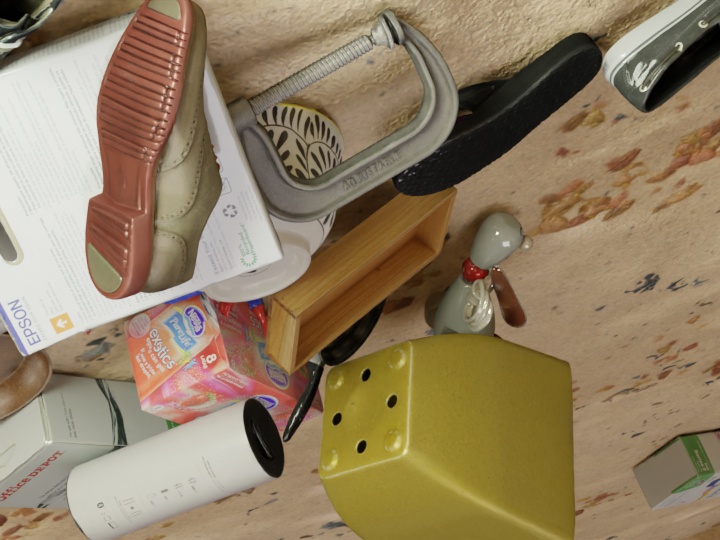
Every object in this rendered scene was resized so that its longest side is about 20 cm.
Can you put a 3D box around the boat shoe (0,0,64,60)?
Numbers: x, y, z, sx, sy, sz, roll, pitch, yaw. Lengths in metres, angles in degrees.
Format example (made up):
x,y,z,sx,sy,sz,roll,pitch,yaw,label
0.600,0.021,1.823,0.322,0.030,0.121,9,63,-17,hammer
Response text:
x,y,z,sx,sy,sz,roll,pitch,yaw,label
-0.208,-0.162,0.687,0.076,0.060,0.200,1,146,-38,boat shoe

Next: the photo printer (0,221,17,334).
x,y,z,sx,sy,sz,roll,pitch,yaw,label
-0.297,-0.017,0.885,0.166,0.069,0.200,-36,150,25,photo printer

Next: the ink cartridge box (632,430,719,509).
x,y,z,sx,sy,sz,roll,pitch,yaw,label
0.635,0.366,2.244,0.200,0.088,0.145,-4,148,-34,ink cartridge box

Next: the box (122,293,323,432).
x,y,z,sx,sy,sz,roll,pitch,yaw,label
-0.130,0.097,1.187,0.103,0.095,0.200,-25,153,15,box

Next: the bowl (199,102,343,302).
x,y,z,sx,sy,sz,roll,pitch,yaw,label
-0.094,-0.036,0.960,0.201,0.094,0.201,-17,156,-8,bowl

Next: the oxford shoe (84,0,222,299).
x,y,z,sx,sy,sz,roll,pitch,yaw,label
-0.123,-0.080,0.771,0.075,0.070,0.200,-5,119,-45,oxford shoe

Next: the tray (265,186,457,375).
x,y,z,sx,sy,sz,roll,pitch,yaw,label
0.000,0.000,1.069,0.200,0.037,0.099,-37,157,-28,tray

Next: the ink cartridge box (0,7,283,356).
x,y,z,sx,sy,sz,roll,pitch,yaw,label
-0.176,-0.060,0.818,0.200,0.041,0.200,-20,121,-3,ink cartridge box

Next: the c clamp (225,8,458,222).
x,y,z,sx,sy,sz,roll,pitch,yaw,label
-0.026,-0.121,0.869,0.200,0.027,0.171,-26,120,-10,c clamp

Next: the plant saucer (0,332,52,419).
x,y,z,sx,sy,sz,roll,pitch,yaw,label
-0.379,0.094,1.076,0.200,0.035,0.200,-16,152,-9,plant saucer

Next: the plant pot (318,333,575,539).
x,y,z,sx,sy,sz,roll,pitch,yaw,label
0.070,0.164,1.170,0.194,0.196,0.200,-23,141,39,plant pot

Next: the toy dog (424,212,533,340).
x,y,z,sx,sy,sz,roll,pitch,yaw,label
0.136,0.033,1.247,0.096,0.132,0.200,13,154,-13,toy dog

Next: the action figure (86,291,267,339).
x,y,z,sx,sy,sz,roll,pitch,yaw,label
-0.142,0.031,1.062,0.200,0.099,0.065,-17,154,-13,action figure

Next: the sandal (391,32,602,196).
x,y,z,sx,sy,sz,roll,pitch,yaw,label
0.107,-0.131,0.998,0.200,0.048,0.075,-35,151,1,sandal

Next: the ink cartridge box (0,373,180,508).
x,y,z,sx,sy,sz,roll,pitch,yaw,label
-0.287,0.180,1.246,0.147,0.083,0.200,-37,149,29,ink cartridge box

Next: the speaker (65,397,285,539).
x,y,z,sx,sy,sz,roll,pitch,yaw,label
-0.174,0.191,1.143,0.200,0.081,0.081,-23,154,16,speaker

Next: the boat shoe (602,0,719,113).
x,y,z,sx,sy,sz,roll,pitch,yaw,label
0.290,-0.199,0.963,0.200,0.057,0.069,-35,152,13,boat shoe

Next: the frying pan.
x,y,z,sx,sy,sz,roll,pitch,yaw,label
-0.024,0.074,1.201,0.115,0.031,0.190,-5,120,-61,frying pan
